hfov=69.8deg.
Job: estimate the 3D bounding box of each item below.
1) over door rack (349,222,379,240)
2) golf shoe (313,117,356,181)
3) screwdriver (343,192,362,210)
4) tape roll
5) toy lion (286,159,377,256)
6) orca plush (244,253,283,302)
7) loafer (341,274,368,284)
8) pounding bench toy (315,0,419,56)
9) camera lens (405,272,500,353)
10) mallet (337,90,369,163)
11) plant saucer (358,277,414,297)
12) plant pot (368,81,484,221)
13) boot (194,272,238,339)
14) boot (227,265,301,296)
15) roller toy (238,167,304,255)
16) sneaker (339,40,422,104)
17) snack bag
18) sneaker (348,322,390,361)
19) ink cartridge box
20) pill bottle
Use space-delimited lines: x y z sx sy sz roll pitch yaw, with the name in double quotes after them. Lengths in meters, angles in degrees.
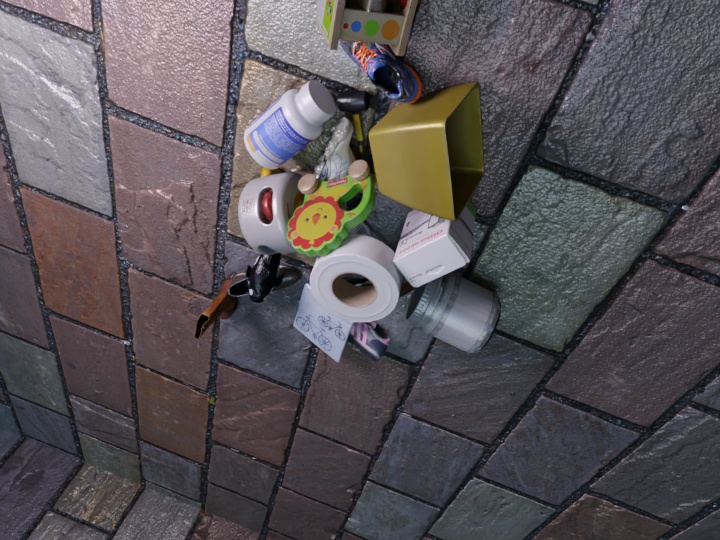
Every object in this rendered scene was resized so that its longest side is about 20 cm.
0.013 -0.023 1.308 0.200 0.067 0.147 41 129 -14 "over door rack"
-0.038 -0.254 1.138 0.096 0.079 0.200 15 151 -14 "golf shoe"
-0.042 -0.151 1.254 0.200 0.028 0.029 -42 76 39 "screwdriver"
-0.008 0.021 1.132 0.200 0.071 0.204 7 132 8 "tape roll"
-0.063 -0.124 1.100 0.198 0.194 0.069 -12 148 21 "toy lion"
-0.230 -0.001 1.345 0.105 0.071 0.201 38 88 -28 "orca plush"
0.000 0.000 1.246 0.197 0.064 0.072 -12 165 -6 "loafer"
0.007 -0.490 0.918 0.154 0.201 0.125 -3 136 -19 "pounding bench toy"
0.230 0.097 1.265 0.198 0.161 0.161 25 131 -2 "camera lens"
-0.011 -0.294 1.128 0.065 0.041 0.202 10 133 14 "mallet"
0.073 0.044 1.267 0.200 0.199 0.037 -34 71 36 "plant saucer"
0.130 -0.240 1.029 0.175 0.200 0.202 9 130 29 "plant pot"
-0.411 0.129 1.482 0.068 0.201 0.189 32 130 -8 "boot"
-0.265 0.038 1.413 0.197 0.097 0.076 -8 108 9 "boot"
-0.194 -0.133 1.215 0.138 0.183 0.202 -5 125 25 "roller toy"
0.033 -0.398 0.985 0.200 0.078 0.076 42 124 5 "sneaker"
-0.109 0.146 1.469 0.188 0.021 0.201 37 135 18 "snack bag"
-0.002 0.164 1.469 0.200 0.082 0.070 44 161 5 "sneaker"
0.165 -0.077 1.125 0.145 0.201 0.084 -28 115 33 "ink cartridge box"
-0.149 -0.313 1.107 0.199 0.113 0.112 -27 115 34 "pill bottle"
